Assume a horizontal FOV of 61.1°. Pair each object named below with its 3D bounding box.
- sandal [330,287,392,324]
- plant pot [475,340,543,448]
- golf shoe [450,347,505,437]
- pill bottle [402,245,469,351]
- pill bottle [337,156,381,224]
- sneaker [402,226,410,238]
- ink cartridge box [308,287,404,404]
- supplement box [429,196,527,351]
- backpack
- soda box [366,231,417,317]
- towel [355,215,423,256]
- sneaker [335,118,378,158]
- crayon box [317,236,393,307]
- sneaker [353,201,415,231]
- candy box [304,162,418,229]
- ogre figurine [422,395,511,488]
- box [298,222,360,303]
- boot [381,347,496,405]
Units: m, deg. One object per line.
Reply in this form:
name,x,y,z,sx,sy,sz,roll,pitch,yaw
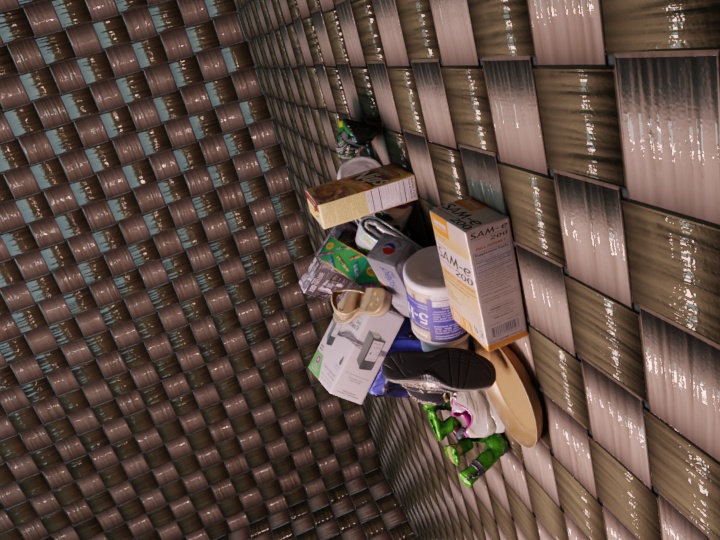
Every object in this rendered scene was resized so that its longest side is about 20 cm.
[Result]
sandal,-0.023,0.057,1.203,0.211,0.069,0.078,-13,56,58
plant pot,0.256,0.203,1.042,0.200,0.027,0.201,159,90,-81
golf shoe,0.206,0.229,1.184,0.075,0.091,0.200,82,166,-57
pill bottle,0.146,0.067,1.100,0.120,0.119,0.200,-122,15,-49
pill bottle,-0.001,-0.174,1.443,0.200,0.112,0.113,98,150,-70
sneaker,0.073,-0.030,1.412,0.115,0.080,0.200,-136,27,-66
ink cartridge box,-0.012,0.152,1.276,0.084,0.201,0.146,25,-178,-27
supplement box,0.178,0.003,0.925,0.126,0.073,0.201,-133,25,-64
backpack,0.109,0.192,1.345,0.163,0.199,0.168,-119,45,-57
soda box,0.082,0.017,1.153,0.068,0.064,0.200,22,157,33
towel,0.076,-0.026,1.246,0.200,0.048,0.171,36,166,3
sneaker,-0.012,-0.282,1.328,0.200,0.078,0.086,-122,44,-75
crayon box,0.000,0.000,1.337,0.119,0.058,0.200,35,178,-31
sneaker,0.048,-0.121,1.296,0.200,0.083,0.081,8,139,55
candy box,0.000,-0.151,1.213,0.115,0.199,0.055,-129,22,-61
ogre figurine,0.215,0.323,1.231,0.200,0.119,0.098,-130,26,-59
box,-0.034,-0.014,1.484,0.200,0.157,0.050,-57,37,22
boot,0.156,0.199,1.116,0.154,0.203,0.074,52,-137,-56
